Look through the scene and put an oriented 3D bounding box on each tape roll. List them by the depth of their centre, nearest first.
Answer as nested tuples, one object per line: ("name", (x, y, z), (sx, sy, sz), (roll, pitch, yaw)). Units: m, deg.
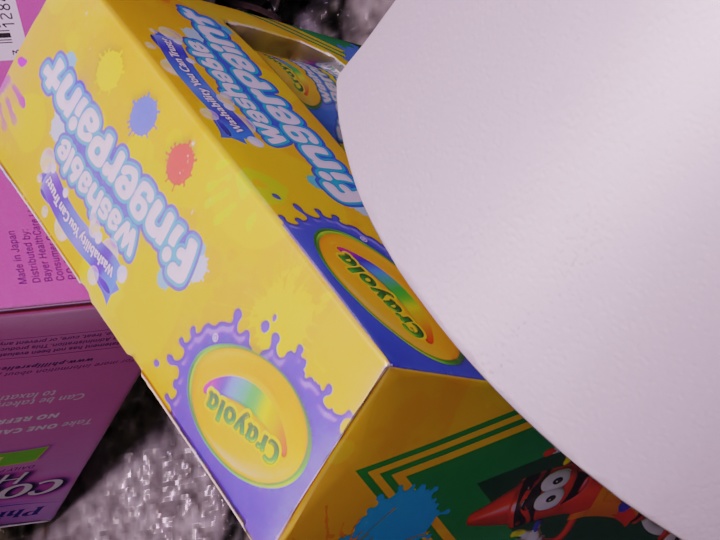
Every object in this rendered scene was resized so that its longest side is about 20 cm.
("tape roll", (0.114, -0.038, 0.577), (0.139, 0.202, 0.203), (-50, 51, 27))

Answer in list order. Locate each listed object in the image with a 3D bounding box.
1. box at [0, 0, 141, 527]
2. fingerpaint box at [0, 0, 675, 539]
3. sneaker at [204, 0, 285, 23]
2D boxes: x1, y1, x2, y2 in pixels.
("box", (-0.157, -0.017, 0.879), (0.200, 0.096, 0.177), (125, 133, -55))
("fingerpaint box", (0.000, 0.000, 0.713), (0.074, 0.166, 0.200), (-57, 47, 22))
("sneaker", (-0.044, -0.105, 0.852), (0.200, 0.074, 0.107), (-31, 65, 49))
